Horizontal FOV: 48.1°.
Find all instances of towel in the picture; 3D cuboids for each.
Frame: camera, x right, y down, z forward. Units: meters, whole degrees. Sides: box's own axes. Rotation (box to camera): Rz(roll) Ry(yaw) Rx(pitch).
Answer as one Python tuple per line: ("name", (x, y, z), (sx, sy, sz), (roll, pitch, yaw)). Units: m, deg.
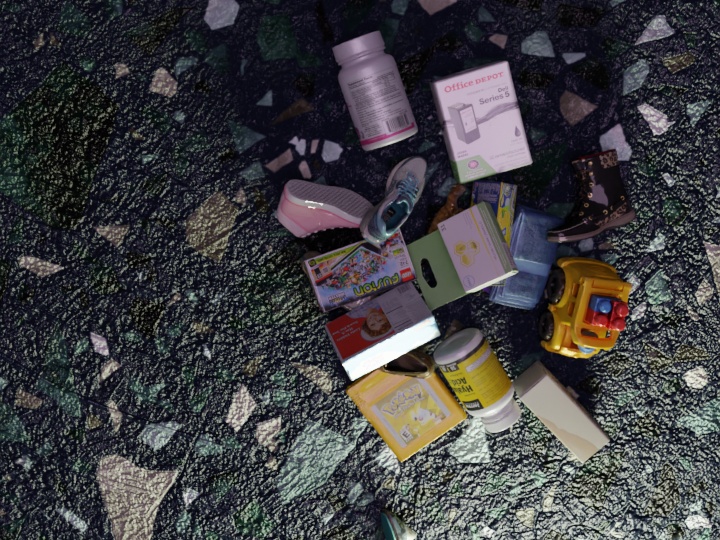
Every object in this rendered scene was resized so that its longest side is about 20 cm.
("towel", (0.333, -0.023, 1.612), (0.112, 0.049, 0.200), (12, 102, -15))

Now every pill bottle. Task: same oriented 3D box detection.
("pill bottle", (0.244, 0.226, 1.644), (0.111, 0.111, 0.200), (-32, 101, 7))
("pill bottle", (0.025, -0.336, 1.513), (0.113, 0.113, 0.200), (-19, 102, 4))

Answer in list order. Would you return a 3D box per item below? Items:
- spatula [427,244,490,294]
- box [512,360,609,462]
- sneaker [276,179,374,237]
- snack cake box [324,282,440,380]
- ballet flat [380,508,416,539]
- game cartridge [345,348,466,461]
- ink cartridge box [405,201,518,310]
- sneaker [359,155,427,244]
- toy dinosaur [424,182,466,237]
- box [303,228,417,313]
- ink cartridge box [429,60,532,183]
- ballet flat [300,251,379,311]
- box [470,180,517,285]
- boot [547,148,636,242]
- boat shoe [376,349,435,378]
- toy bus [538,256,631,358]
("spatula", (0.219, -0.005, 1.626), (0.200, 0.021, 0.057), (26, 101, -22))
("box", (0.413, 0.290, 1.669), (0.078, 0.095, 0.200), (-43, 98, 9))
("sneaker", (-0.072, -0.109, 1.592), (0.200, 0.075, 0.105), (13, 135, -22))
("snack cake box", (0.042, 0.118, 1.595), (0.200, 0.115, 0.067), (-27, 135, -2))
("ballet flat", (0.093, 0.602, 1.761), (0.074, 0.074, 0.200), (-10, 105, 2))
("game cartridge", (0.096, 0.278, 1.696), (0.176, 0.032, 0.200), (-36, 101, 8))
("ink cartridge box", (0.182, -0.024, 1.539), (0.200, 0.048, 0.146), (-26, 78, 25))
("sneaker", (0.082, -0.136, 1.548), (0.078, 0.086, 0.200), (35, 75, -18))
("toy dinosaur", (0.162, -0.085, 1.611), (0.106, 0.060, 0.200), (39, 112, 7))
("box", (0.000, 0.000, 1.581), (0.200, 0.035, 0.110), (-20, 88, -10))
("ink cartridge box", (0.229, -0.284, 1.540), (0.145, 0.084, 0.200), (-16, 102, 4))
("ballet flat", (-0.041, 0.037, 1.624), (0.200, 0.062, 0.067), (35, 101, -8))
("box", (0.251, -0.072, 1.567), (0.064, 0.070, 0.200), (10, 95, 36))
("boot", (0.436, -0.143, 1.564), (0.200, 0.073, 0.151), (-18, 101, -16))
("boat shoe", (0.053, 0.170, 1.633), (0.200, 0.068, 0.072), (10, 90, 12))
("toy bus", (0.449, 0.093, 1.568), (0.136, 0.192, 0.200), (7, 105, -11))
